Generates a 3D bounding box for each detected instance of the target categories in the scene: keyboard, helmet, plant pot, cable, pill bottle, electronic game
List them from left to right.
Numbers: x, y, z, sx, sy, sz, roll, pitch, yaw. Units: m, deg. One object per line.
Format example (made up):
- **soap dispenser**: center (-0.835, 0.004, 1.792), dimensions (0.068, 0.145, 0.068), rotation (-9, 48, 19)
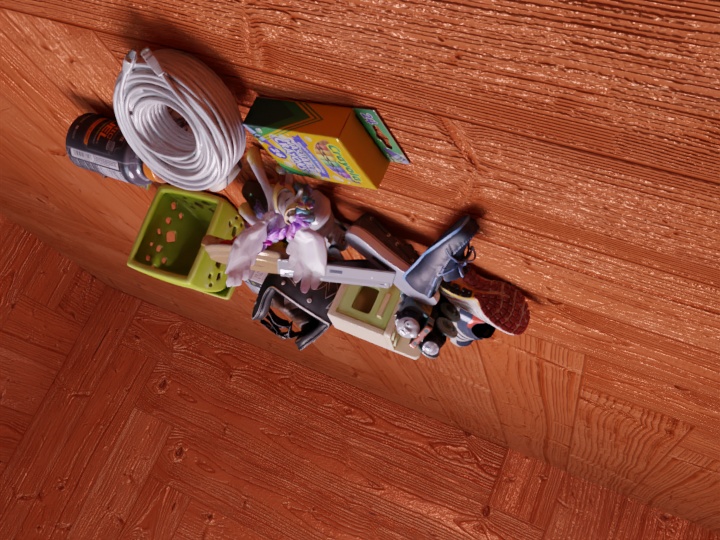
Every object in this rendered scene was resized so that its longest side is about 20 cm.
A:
- **pill bottle**: center (-0.428, -0.216, 1.329), dimensions (0.199, 0.107, 0.106), rotation (18, 163, 23)
- **cable**: center (-0.256, -0.209, 1.028), dimensions (0.200, 0.069, 0.200), rotation (44, 141, -13)
- **plant pot**: center (-0.355, -0.052, 1.603), dimensions (0.198, 0.201, 0.181), rotation (15, 168, 30)
- **helmet**: center (-0.130, 0.058, 1.613), dimensions (0.200, 0.200, 0.191), rotation (30, 120, -19)
- **keyboard**: center (-0.042, 0.004, 1.240), dimensions (0.199, 0.011, 0.056), rotation (6, 149, -3)
- **electronic game**: center (0.000, 0.000, 1.360), dimensions (0.199, 0.042, 0.200), rotation (-1, -177, 0)

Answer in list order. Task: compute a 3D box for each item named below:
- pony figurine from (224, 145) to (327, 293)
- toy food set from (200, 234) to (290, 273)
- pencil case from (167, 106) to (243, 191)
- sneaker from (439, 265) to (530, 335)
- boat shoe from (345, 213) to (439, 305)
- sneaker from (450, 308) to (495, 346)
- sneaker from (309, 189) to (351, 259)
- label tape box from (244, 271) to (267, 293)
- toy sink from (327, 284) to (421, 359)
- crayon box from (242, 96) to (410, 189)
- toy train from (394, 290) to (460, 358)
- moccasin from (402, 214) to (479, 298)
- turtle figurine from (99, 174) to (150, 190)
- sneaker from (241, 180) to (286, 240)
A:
- **pony figurine**: center (-0.135, -0.076, 1.150), dimensions (0.166, 0.194, 0.200), rotation (-1, -148, -27)
- **toy food set**: center (-0.180, -0.031, 1.311), dimensions (0.197, 0.049, 0.200), rotation (12, 171, -22)
- **pencil case**: center (-0.280, -0.206, 1.186), dimensions (0.089, 0.078, 0.200), rotation (8, 157, 45)
- **sneaker**: center (0.211, 0.044, 1.288), dimensions (0.200, 0.078, 0.082), rotation (35, 168, -2)
- **boat shoe**: center (0.065, -0.023, 1.251), dimensions (0.200, 0.066, 0.070), rotation (38, 157, -4)
- **sneaker**: center (0.231, 0.117, 1.472), dimensions (0.084, 0.075, 0.200), rotation (24, 165, 21)
- **sneaker**: center (-0.058, -0.078, 1.285), dimensions (0.115, 0.075, 0.200), rotation (27, 169, -14)
- **label tape box**: center (-0.261, 0.022, 1.932), dimensions (0.199, 0.066, 0.143), rotation (19, 164, 15)
- **toy sink**: center (0.051, 0.084, 1.539), dimensions (0.199, 0.131, 0.112), rotation (22, 164, 15)
- **crayon box**: center (-0.047, -0.172, 0.995), dimensions (0.199, 0.052, 0.126), rotation (14, 161, 33)
- **toy train**: center (0.120, 0.075, 1.329), dimensions (0.114, 0.200, 0.085), rotation (34, 121, -5)
- **moccasin**: center (0.137, -0.019, 1.125), dimensions (0.068, 0.080, 0.200), rotation (46, 152, 4)
- **turtle figurine**: center (-0.519, -0.223, 1.521), dimensions (0.161, 0.065, 0.200), rotation (25, 164, -1)
- **sneaker**: center (-0.159, -0.080, 1.392), dimensions (0.067, 0.090, 0.200), rotation (9, 158, 48)
